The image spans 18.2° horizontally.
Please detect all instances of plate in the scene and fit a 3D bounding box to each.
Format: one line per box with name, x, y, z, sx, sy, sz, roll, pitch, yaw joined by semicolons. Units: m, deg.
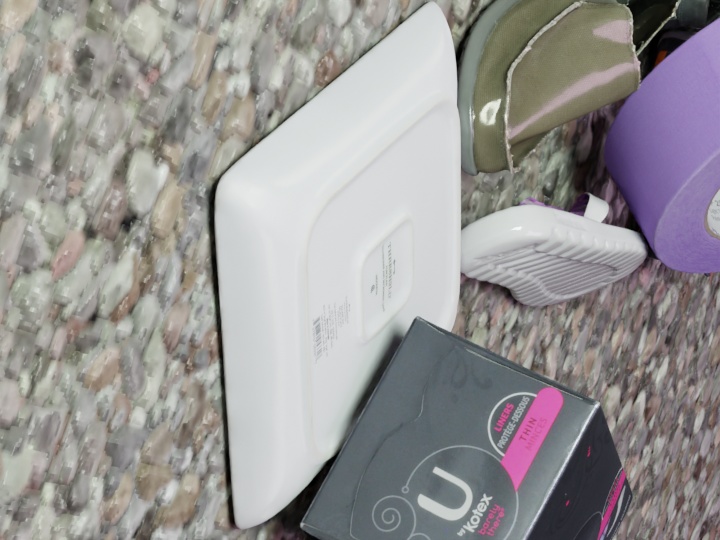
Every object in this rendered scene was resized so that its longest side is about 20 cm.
plate;0.000;0.000;1.079;0.200;0.032;0.200;-43;142;-45

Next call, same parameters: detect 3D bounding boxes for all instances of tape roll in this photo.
tape roll;0.239;-0.081;1.258;0.199;0.066;0.200;-21;154;-11

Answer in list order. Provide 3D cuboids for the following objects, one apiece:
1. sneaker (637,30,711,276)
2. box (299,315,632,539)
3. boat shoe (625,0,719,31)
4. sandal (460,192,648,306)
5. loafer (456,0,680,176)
sneaker;0.212;-0.061;1.403;0.112;0.077;0.200;-65;153;-17
box;0.061;0.121;1.145;0.123;0.106;0.200;-61;161;-10
boat shoe;0.207;-0.177;1.337;0.200;0.056;0.069;-35;136;-58
sandal;0.107;-0.021;1.243;0.203;0.082;0.050;20;51;-69
loafer;0.111;-0.118;1.177;0.200;0.069;0.075;-52;147;-38
